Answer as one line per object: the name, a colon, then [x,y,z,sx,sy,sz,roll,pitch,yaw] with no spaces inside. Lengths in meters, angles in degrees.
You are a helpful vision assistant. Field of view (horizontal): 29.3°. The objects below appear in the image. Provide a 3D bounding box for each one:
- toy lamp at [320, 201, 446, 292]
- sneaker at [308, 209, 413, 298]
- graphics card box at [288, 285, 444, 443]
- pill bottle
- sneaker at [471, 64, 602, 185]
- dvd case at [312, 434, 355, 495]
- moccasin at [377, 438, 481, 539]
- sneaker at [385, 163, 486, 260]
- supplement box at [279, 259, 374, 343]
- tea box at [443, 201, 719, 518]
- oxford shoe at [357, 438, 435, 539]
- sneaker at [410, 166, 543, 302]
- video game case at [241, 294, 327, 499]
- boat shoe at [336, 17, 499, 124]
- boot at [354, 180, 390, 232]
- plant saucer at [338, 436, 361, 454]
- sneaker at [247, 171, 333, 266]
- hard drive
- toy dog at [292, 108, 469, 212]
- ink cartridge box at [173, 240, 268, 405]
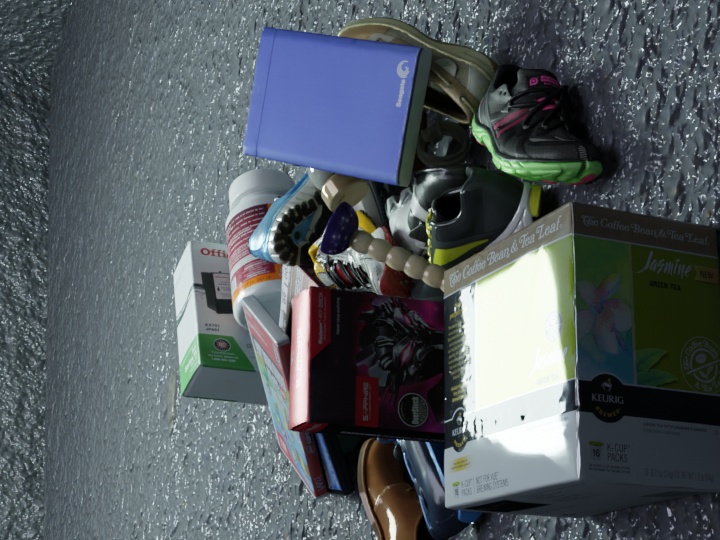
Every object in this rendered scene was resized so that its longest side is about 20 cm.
toy lamp: [0.063,0.003,1.239,0.059,0.199,0.058,-59,-12,-20]
sneaker: [0.000,0.000,1.423,0.078,0.082,0.200,64,172,-17]
graphics card box: [0.036,0.090,1.249,0.051,0.198,0.127,144,131,-61]
pill bottle: [-0.118,-0.027,1.780,0.110,0.108,0.202,123,146,-47]
sneaker: [0.150,-0.131,1.202,0.200,0.076,0.085,-129,46,-59]
dvd case: [-0.055,0.183,1.564,0.200,0.017,0.144,150,100,-75]
moccasin: [0.056,0.167,1.326,0.068,0.080,0.201,-52,34,31]
sneaker: [0.079,-0.049,1.364,0.200,0.073,0.090,134,132,-72]
supplement box: [-0.033,0.057,1.522,0.200,0.060,0.110,-140,51,-62]
tea box: [0.162,0.075,1.032,0.200,0.132,0.199,150,124,-62]
oxford shoe: [0.046,0.242,1.377,0.071,0.071,0.201,-36,41,21]
sneaker: [0.092,-0.033,1.283,0.200,0.084,0.075,-50,15,45]
video game case: [-0.087,0.141,1.556,0.143,0.017,0.202,-138,32,-62]
boat shoe: [0.047,-0.195,1.365,0.199,0.063,0.074,25,147,30]
boot: [0.017,-0.113,1.540,0.073,0.090,0.202,9,120,64]
plant saucer: [-0.028,0.115,1.623,0.200,0.027,0.203,-173,90,-69]
sneaker: [-0.064,-0.082,1.585,0.089,0.079,0.200,-4,34,46]
hard drive: [-0.027,-0.166,1.370,0.199,0.025,0.133,14,97,35]
toy dog: [0.019,-0.134,1.451,0.096,0.198,0.133,62,-167,-72]
ink cartridge box: [-0.164,0.068,1.814,0.083,0.145,0.202,123,146,-45]
